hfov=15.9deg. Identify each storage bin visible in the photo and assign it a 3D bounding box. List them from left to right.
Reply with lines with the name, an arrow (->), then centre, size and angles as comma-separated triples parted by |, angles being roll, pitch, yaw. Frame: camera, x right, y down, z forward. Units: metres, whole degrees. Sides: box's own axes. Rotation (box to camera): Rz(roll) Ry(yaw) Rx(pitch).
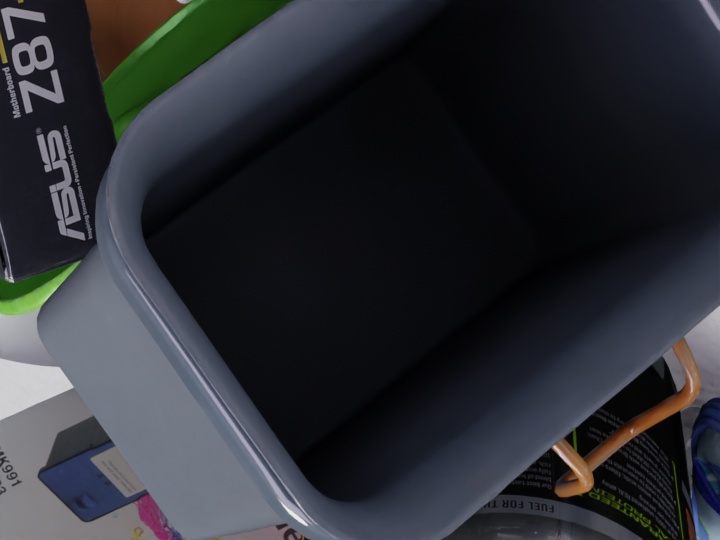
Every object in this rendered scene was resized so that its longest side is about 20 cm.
storage bin -> 0.015, -0.003, 0.703 | 0.146, 0.200, 0.134 | 54, 152, -3

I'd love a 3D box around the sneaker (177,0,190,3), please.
sneaker -> -0.083, -0.114, 0.837 | 0.085, 0.078, 0.200 | 7, -175, -24

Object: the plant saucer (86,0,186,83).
plant saucer -> -0.037, -0.079, 0.978 | 0.199, 0.032, 0.201 | 26, 152, 14

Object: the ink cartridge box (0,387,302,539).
ink cartridge box -> -0.074, 0.116, 0.967 | 0.146, 0.199, 0.088 | 53, 154, 33

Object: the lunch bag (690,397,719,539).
lunch bag -> 0.188, 0.113, 0.798 | 0.200, 0.082, 0.161 | 44, 162, 27

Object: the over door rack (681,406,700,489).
over door rack -> 0.119, 0.090, 1.060 | 0.147, 0.067, 0.200 | 32, 167, 3

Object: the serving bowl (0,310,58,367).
serving bowl -> -0.150, -0.025, 1.013 | 0.199, 0.200, 0.066 | 33, 113, 1

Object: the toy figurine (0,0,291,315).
toy figurine -> 0.000, 0.000, 0.891 | 0.184, 0.151, 0.199 | 41, 135, -20

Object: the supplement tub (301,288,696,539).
supplement tub -> 0.041, 0.094, 0.766 | 0.121, 0.200, 0.123 | 1, 118, 2

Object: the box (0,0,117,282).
box -> -0.143, -0.097, 0.793 | 0.200, 0.049, 0.162 | 26, 129, 57
